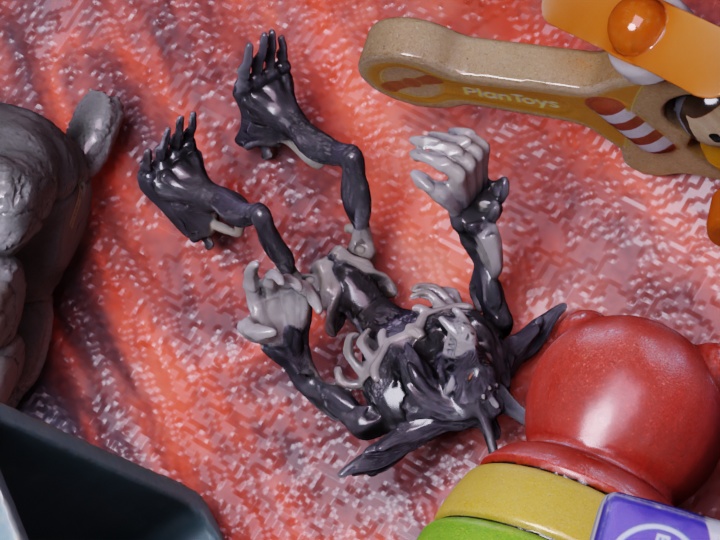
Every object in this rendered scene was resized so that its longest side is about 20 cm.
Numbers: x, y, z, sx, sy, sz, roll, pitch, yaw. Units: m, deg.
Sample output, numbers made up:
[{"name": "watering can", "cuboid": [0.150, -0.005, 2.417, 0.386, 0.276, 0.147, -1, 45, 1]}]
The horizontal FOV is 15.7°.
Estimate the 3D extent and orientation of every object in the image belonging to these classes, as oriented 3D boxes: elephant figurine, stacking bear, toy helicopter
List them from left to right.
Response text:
[{"name": "elephant figurine", "cuboid": [-0.220, -0.023, 1.048, 0.199, 0.155, 0.142, 14, 96, 9]}, {"name": "stacking bear", "cuboid": [0.073, 0.110, 0.944, 0.121, 0.114, 0.200, 11, 67, 34]}, {"name": "toy helicopter", "cuboid": [0.093, -0.071, 0.997, 0.199, 0.132, 0.079, 10, 73, 17]}]

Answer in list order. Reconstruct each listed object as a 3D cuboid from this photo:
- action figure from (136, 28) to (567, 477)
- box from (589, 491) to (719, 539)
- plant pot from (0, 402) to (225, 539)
[{"name": "action figure", "cuboid": [0.000, 0.000, 1.011, 0.119, 0.102, 0.200, -39, 65, -16]}, {"name": "box", "cuboid": [0.145, 0.188, 0.804, 0.199, 0.105, 0.185, 16, 74, 7]}, {"name": "plant pot", "cuboid": [-0.141, 0.193, 0.931, 0.200, 0.196, 0.197, -30, 66, 12]}]
